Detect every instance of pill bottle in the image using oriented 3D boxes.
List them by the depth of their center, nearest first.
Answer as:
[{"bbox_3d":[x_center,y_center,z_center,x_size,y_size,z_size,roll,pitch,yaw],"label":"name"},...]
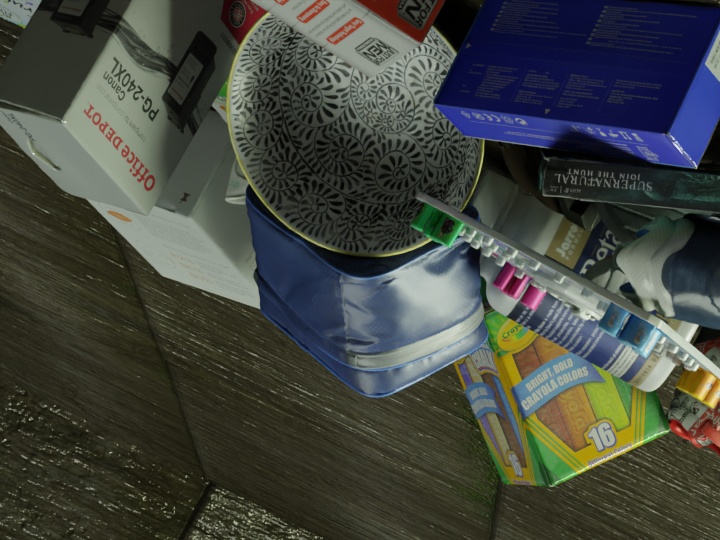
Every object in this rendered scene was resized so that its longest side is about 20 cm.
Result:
[{"bbox_3d":[0.168,0.003,1.809,0.199,0.111,0.111,28,164,-1],"label":"pill bottle"}]

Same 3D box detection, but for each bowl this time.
[{"bbox_3d":[0.012,-0.119,1.667,0.200,0.094,0.202,9,114,22],"label":"bowl"}]

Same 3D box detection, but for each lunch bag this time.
[{"bbox_3d":[0.000,0.000,1.766,0.200,0.135,0.133,39,144,46],"label":"lunch bag"}]

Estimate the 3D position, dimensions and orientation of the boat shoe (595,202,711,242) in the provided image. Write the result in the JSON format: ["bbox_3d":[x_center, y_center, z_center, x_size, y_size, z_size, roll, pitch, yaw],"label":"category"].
[{"bbox_3d":[0.256,-0.011,1.692,0.199,0.074,0.067,29,163,-4],"label":"boat shoe"}]

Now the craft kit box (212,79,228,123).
[{"bbox_3d":[-0.028,-0.116,1.892,0.199,0.049,0.197,15,162,38],"label":"craft kit box"}]

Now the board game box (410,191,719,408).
[{"bbox_3d":[0.147,0.023,1.592,0.199,0.026,0.200,29,179,28],"label":"board game box"}]

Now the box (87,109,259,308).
[{"bbox_3d":[-0.147,-0.064,2.127,0.152,0.107,0.200,18,161,32],"label":"box"}]

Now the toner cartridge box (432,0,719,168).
[{"bbox_3d":[0.147,-0.126,1.482,0.199,0.095,0.043,12,158,45],"label":"toner cartridge box"}]

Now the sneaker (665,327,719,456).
[{"bbox_3d":[0.329,0.102,1.854,0.067,0.108,0.201,36,162,-28],"label":"sneaker"}]

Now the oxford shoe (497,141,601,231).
[{"bbox_3d":[0.132,-0.093,1.653,0.084,0.073,0.200,28,163,19],"label":"oxford shoe"}]

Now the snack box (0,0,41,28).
[{"bbox_3d":[-0.297,-0.257,1.883,0.199,0.053,0.142,25,165,10],"label":"snack box"}]

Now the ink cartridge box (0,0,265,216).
[{"bbox_3d":[-0.171,-0.162,1.700,0.083,0.201,0.145,18,161,31],"label":"ink cartridge box"}]

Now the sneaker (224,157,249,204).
[{"bbox_3d":[-0.019,-0.038,1.886,0.199,0.089,0.075,30,162,-7],"label":"sneaker"}]

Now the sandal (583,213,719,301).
[{"bbox_3d":[0.256,-0.025,1.613,0.205,0.060,0.079,-9,149,10],"label":"sandal"}]

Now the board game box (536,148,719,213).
[{"bbox_3d":[0.216,-0.055,1.501,0.199,0.028,0.135,6,-174,3],"label":"board game box"}]

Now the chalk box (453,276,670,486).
[{"bbox_3d":[0.152,0.066,1.927,0.201,0.124,0.124,67,164,-4],"label":"chalk box"}]

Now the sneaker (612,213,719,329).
[{"bbox_3d":[0.246,-0.002,1.528,0.146,0.081,0.200,16,-171,23],"label":"sneaker"}]

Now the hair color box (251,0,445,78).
[{"bbox_3d":[-0.046,-0.213,1.507,0.199,0.061,0.101,33,163,-13],"label":"hair color box"}]
